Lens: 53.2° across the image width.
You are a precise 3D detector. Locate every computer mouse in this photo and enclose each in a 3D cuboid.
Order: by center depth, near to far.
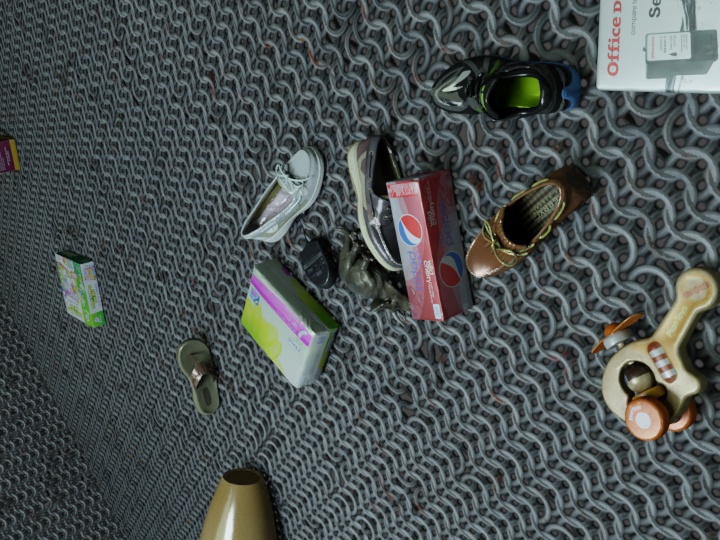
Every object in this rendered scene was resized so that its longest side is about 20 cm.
[{"bbox_3d":[-0.088,-0.059,1.245,0.059,0.034,0.201,-35,71,37],"label":"computer mouse"}]

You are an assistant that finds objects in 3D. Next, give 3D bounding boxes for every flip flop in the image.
[{"bbox_3d":[-0.362,0.245,1.647,0.057,0.081,0.201,14,120,50],"label":"flip flop"}]

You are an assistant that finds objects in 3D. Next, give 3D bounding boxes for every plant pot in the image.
[{"bbox_3d":[-0.272,0.558,1.617,0.186,0.186,0.201,14,103,46],"label":"plant pot"}]

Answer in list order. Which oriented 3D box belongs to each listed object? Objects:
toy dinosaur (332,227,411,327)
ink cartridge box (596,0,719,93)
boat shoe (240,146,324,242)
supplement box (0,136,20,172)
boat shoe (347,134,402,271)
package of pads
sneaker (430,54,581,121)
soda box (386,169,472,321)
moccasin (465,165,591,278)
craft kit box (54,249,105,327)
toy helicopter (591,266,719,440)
[{"bbox_3d":[0.000,0.000,1.128,0.200,0.077,0.103,36,124,31],"label":"toy dinosaur"},{"bbox_3d":[0.322,-0.236,0.647,0.200,0.083,0.147,16,117,46],"label":"ink cartridge box"},{"bbox_3d":[-0.131,-0.125,1.213,0.202,0.065,0.075,-48,63,32],"label":"boat shoe"},{"bbox_3d":[-1.209,-0.359,2.281,0.131,0.200,0.104,19,120,42],"label":"supplement box"},{"bbox_3d":[0.037,-0.100,1.048,0.065,0.072,0.201,-18,86,56],"label":"boat shoe"},{"bbox_3d":[-0.137,0.100,1.334,0.200,0.068,0.155,45,134,28],"label":"package of pads"},{"bbox_3d":[0.158,-0.215,0.847,0.199,0.082,0.071,16,117,45],"label":"sneaker"},{"bbox_3d":[0.098,-0.035,1.002,0.063,0.070,0.201,2,107,49],"label":"soda box"},{"bbox_3d":[0.192,-0.049,0.880,0.201,0.078,0.074,-39,76,50],"label":"moccasin"},{"bbox_3d":[-0.838,0.052,2.150,0.200,0.048,0.198,14,119,46],"label":"craft kit box"},{"bbox_3d":[0.330,0.080,0.798,0.132,0.079,0.201,43,124,41],"label":"toy helicopter"}]
